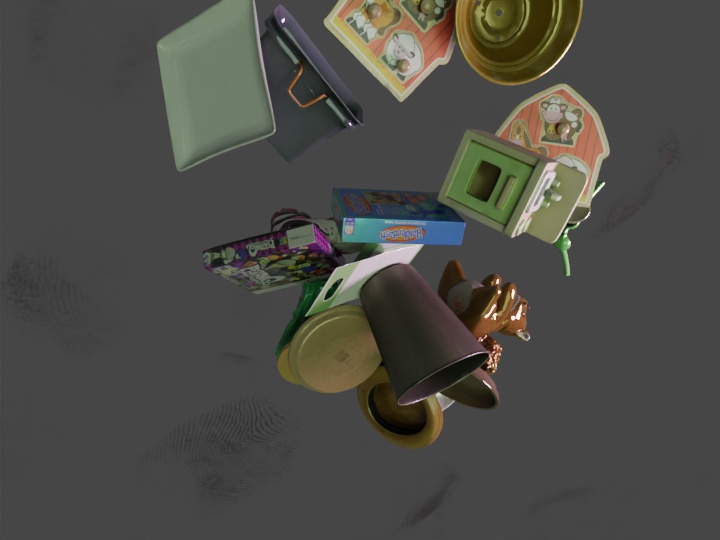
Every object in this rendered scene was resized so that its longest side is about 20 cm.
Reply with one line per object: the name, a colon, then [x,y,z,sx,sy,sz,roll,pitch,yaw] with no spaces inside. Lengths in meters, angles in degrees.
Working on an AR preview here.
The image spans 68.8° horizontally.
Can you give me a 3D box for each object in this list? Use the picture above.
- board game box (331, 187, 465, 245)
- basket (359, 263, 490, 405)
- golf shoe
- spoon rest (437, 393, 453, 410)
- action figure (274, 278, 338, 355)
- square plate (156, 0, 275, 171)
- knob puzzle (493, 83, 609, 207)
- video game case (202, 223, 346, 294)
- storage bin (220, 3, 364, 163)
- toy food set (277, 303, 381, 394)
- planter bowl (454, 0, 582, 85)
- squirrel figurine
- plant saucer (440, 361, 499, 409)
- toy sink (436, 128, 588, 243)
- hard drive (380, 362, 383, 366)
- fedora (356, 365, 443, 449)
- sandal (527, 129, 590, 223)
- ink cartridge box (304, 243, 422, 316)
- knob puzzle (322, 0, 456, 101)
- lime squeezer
board game box: [0.057,-0.094,0.891,0.199,0.152,0.045,2,116,-10]
basket: [0.093,0.099,0.897,0.179,0.201,0.136,-17,150,-24]
golf shoe: [-0.058,-0.057,0.922,0.199,0.092,0.073,4,112,-14]
spoon rest: [0.134,0.296,1.148,0.099,0.061,0.200,39,105,-24]
action figure: [-0.087,0.080,1.005,0.117,0.055,0.201,10,110,-13]
square plate: [-0.203,-0.261,0.742,0.197,0.028,0.201,-11,88,31]
knob puzzle: [0.330,-0.219,0.911,0.218,0.030,0.221,2,102,10]
video game case: [-0.132,-0.013,0.873,0.180,0.200,0.036,-13,74,9]
storage bin: [-0.106,-0.264,0.794,0.134,0.146,0.200,-35,117,19]
toy food set: [-0.042,0.149,0.986,0.197,0.049,0.201,25,104,-29]
planter bowl: [0.228,-0.397,0.812,0.199,0.084,0.202,-4,116,-9]
squirrel figurine: [0.241,0.105,1.034,0.186,0.141,0.201,21,93,-37]
plant saucer: [0.178,0.205,1.020,0.200,0.200,0.030,44,64,-25]
toy sink: [0.250,-0.136,0.872,0.199,0.112,0.131,31,114,21]
hard drive: [0.057,0.132,1.063,0.199,0.042,0.136,-11,117,-5]
fedora: [0.089,0.264,1.072,0.200,0.082,0.202,16,119,30]
sandal: [0.359,-0.165,0.959,0.080,0.057,0.201,-36,112,2]
ink cartridge box: [0.000,0.000,0.904,0.199,0.048,0.146,-14,152,-38]
knob puzzle: [0.073,-0.394,0.807,0.218,0.030,0.221,-4,116,-8]
lime squeezer: [0.418,-0.078,1.029,0.070,0.038,0.201,6,114,-13]
